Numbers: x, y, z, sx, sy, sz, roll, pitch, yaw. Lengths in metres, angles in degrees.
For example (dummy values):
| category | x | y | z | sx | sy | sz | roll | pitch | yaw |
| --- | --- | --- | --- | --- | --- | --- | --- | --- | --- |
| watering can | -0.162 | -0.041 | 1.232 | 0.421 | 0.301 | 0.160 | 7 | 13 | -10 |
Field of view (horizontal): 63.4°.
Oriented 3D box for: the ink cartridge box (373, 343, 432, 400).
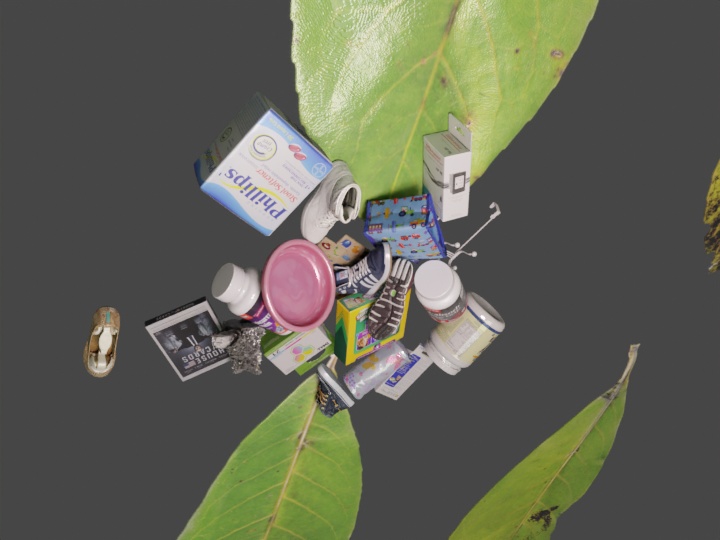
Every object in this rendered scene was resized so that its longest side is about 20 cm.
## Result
| category | x | y | z | sx | sy | sz | roll | pitch | yaw |
| --- | --- | --- | --- | --- | --- | --- | --- | --- | --- |
| ink cartridge box | 0.132 | 0.289 | 1.697 | 0.094 | 0.037 | 0.200 | 30 | 111 | -37 |

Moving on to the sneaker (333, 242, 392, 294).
| category | x | y | z | sx | sy | sz | roll | pitch | yaw |
| --- | --- | --- | --- | --- | --- | --- | --- | --- | --- |
| sneaker | 0.000 | 0.000 | 1.331 | 0.107 | 0.071 | 0.201 | 2 | 152 | -15 |

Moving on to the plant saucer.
| category | x | y | z | sx | sy | sz | roll | pitch | yaw |
| --- | --- | --- | --- | --- | --- | --- | --- | --- | --- |
| plant saucer | -0.142 | 0.034 | 1.286 | 0.199 | 0.050 | 0.204 | 7 | 81 | -45 |

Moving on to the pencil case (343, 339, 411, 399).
| category | x | y | z | sx | sy | sz | roll | pitch | yaw |
| --- | --- | --- | --- | --- | --- | --- | --- | --- | --- |
| pencil case | 0.047 | 0.269 | 1.611 | 0.199 | 0.083 | 0.091 | -36 | 139 | 4 |

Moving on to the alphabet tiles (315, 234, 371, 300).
| category | x | y | z | sx | sy | sz | roll | pitch | yaw |
| --- | --- | --- | --- | --- | --- | --- | --- | --- | --- |
| alphabet tiles | -0.046 | -0.005 | 1.393 | 0.167 | 0.008 | 0.199 | -40 | 131 | 24 |

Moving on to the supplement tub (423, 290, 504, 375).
| category | x | y | z | sx | sy | sz | roll | pitch | yaw |
| --- | --- | --- | --- | --- | --- | --- | --- | --- | --- |
| supplement tub | 0.283 | 0.173 | 1.607 | 0.144 | 0.146 | 0.201 | 27 | 111 | -37 |

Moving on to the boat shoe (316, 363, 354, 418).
| category | x | y | z | sx | sy | sz | roll | pitch | yaw |
| --- | --- | --- | --- | --- | --- | --- | --- | --- | --- |
| boat shoe | -0.092 | 0.340 | 1.606 | 0.090 | 0.071 | 0.201 | -34 | 133 | -3 |

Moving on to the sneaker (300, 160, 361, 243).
| category | x | y | z | sx | sy | sz | roll | pitch | yaw |
| --- | --- | --- | --- | --- | --- | --- | --- | --- | --- |
| sneaker | -0.065 | -0.121 | 1.248 | 0.073 | 0.116 | 0.202 | 8 | 123 | -31 |

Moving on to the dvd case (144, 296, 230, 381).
| category | x | y | z | sx | sy | sz | roll | pitch | yaw |
| --- | --- | --- | --- | --- | --- | --- | --- | --- | --- |
| dvd case | -0.392 | 0.164 | 1.370 | 0.149 | 0.025 | 0.202 | -23 | 130 | -7 |

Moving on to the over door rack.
| category | x | y | z | sx | sy | sz | roll | pitch | yaw |
| --- | --- | --- | --- | --- | --- | --- | --- | --- | --- |
| over door rack | 0.243 | -0.099 | 1.438 | 0.147 | 0.067 | 0.201 | 22 | 113 | -36 |

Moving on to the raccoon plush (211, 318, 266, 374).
| category | x | y | z | sx | sy | sz | roll | pitch | yaw |
| --- | --- | --- | --- | --- | --- | --- | --- | --- | --- |
| raccoon plush | -0.293 | 0.192 | 1.339 | 0.199 | 0.095 | 0.136 | -14 | 111 | -63 |

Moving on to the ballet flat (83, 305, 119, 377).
| category | x | y | z | sx | sy | sz | roll | pitch | yaw |
| --- | --- | --- | --- | --- | --- | --- | --- | --- | --- |
| ballet flat | -0.565 | 0.172 | 1.269 | 0.070 | 0.066 | 0.202 | 2 | 124 | -26 |

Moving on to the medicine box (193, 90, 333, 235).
| category | x | y | z | sx | sy | sz | roll | pitch | yaw |
| --- | --- | --- | --- | --- | --- | --- | --- | --- | --- |
| medicine box | -0.189 | -0.204 | 1.138 | 0.200 | 0.103 | 0.182 | -45 | 130 | 11 |

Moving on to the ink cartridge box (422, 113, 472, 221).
| category | x | y | z | sx | sy | sz | roll | pitch | yaw |
| --- | --- | --- | --- | --- | --- | --- | --- | --- | --- |
| ink cartridge box | 0.188 | -0.227 | 1.285 | 0.066 | 0.116 | 0.202 | -14 | 129 | -12 |

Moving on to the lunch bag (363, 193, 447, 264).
| category | x | y | z | sx | sy | sz | roll | pitch | yaw |
| --- | --- | --- | --- | --- | --- | --- | --- | --- | --- |
| lunch bag | 0.111 | -0.073 | 1.347 | 0.148 | 0.095 | 0.201 | -5 | 146 | 20 |

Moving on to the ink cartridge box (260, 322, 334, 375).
| category | x | y | z | sx | sy | sz | roll | pitch | yaw |
| --- | --- | --- | --- | --- | --- | --- | --- | --- | --- |
| ink cartridge box | -0.140 | 0.200 | 1.478 | 0.147 | 0.076 | 0.201 | -35 | 130 | 3 |

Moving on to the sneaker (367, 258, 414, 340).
| category | x | y | z | sx | sy | sz | roll | pitch | yaw |
| --- | --- | --- | --- | --- | --- | --- | --- | --- | --- |
| sneaker | 0.087 | 0.070 | 1.399 | 0.202 | 0.075 | 0.115 | -67 | 164 | 8 |

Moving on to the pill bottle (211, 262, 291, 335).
| category | x | y | z | sx | sy | sz | roll | pitch | yaw |
| --- | --- | --- | --- | --- | --- | --- | --- | --- | --- |
| pill bottle | -0.229 | 0.061 | 1.310 | 0.199 | 0.112 | 0.112 | 31 | 108 | -38 |

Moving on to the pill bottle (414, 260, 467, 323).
| category | x | y | z | sx | sy | sz | roll | pitch | yaw |
| --- | --- | --- | --- | --- | --- | --- | --- | --- | --- |
| pill bottle | 0.200 | 0.052 | 1.458 | 0.115 | 0.116 | 0.200 | -35 | 153 | 4 |

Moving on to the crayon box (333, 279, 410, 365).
| category | x | y | z | sx | sy | sz | roll | pitch | yaw |
| --- | --- | --- | --- | --- | --- | --- | --- | --- | --- |
| crayon box | 0.029 | 0.125 | 1.479 | 0.198 | 0.058 | 0.175 | -21 | 132 | -33 |
